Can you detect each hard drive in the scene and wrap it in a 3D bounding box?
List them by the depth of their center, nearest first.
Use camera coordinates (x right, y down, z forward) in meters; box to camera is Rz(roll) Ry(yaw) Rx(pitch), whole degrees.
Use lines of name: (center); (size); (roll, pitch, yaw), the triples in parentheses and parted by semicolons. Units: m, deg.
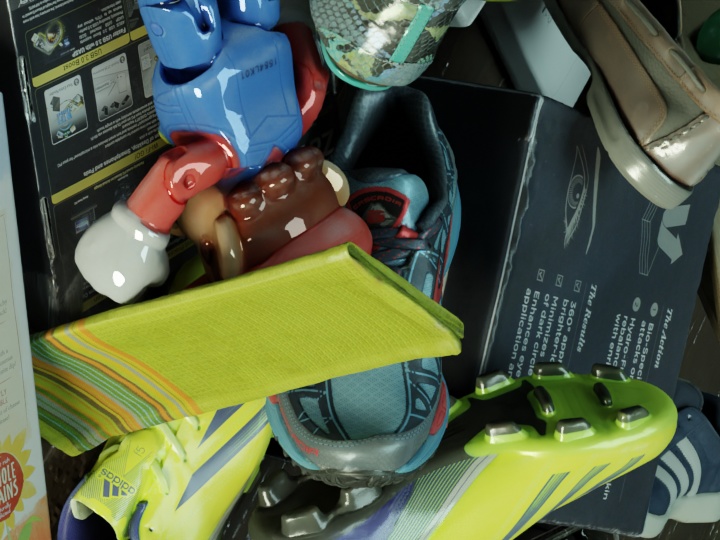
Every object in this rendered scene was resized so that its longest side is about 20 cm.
hard drive: (0.091, -0.191, 1.351); (0.132, 0.027, 0.200); (-59, 142, -26)

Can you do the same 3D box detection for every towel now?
towel: (-0.064, 0.034, 1.044); (0.086, 0.200, 0.018); (33, 49, -47)

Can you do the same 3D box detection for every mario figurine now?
mario figurine: (-0.067, -0.060, 1.056); (0.123, 0.106, 0.200); (-16, 110, -8)

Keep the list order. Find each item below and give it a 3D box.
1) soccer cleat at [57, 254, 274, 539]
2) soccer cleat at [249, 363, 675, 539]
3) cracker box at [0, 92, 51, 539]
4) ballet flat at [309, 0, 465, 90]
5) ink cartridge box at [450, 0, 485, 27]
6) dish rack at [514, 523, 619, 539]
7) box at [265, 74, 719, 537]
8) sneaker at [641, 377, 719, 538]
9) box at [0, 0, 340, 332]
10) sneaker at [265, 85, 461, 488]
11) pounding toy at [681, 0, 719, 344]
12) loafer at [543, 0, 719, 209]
soccer cleat: (-0.087, 0.084, 1.141); (0.084, 0.065, 0.200); (21, 82, -53)
soccer cleat: (0.047, 0.102, 1.159); (0.200, 0.065, 0.084); (-20, 120, -13)
cracker box: (-0.187, 0.041, 0.987); (0.134, 0.058, 0.200); (-30, 124, -49)
ballet flat: (0.008, -0.167, 1.082); (0.074, 0.074, 0.200); (41, 30, -52)
ink cartridge box: (0.041, -0.243, 1.217); (0.176, 0.045, 0.200); (54, 56, -35)
dish rack: (0.069, 0.231, 1.395); (0.153, 0.055, 0.200); (-22, 119, -35)
box: (0.070, 0.019, 1.301); (0.200, 0.117, 0.197); (15, 88, -55)
sneaker: (0.156, 0.102, 1.498); (0.200, 0.075, 0.085); (-1, 100, -64)
box: (-0.087, -0.085, 1.105); (0.200, 0.049, 0.161); (-35, 125, -46)
sneaker: (0.000, 0.000, 1.122); (0.096, 0.079, 0.200); (87, 6, -48)
pounding toy: (0.244, -0.077, 1.429); (0.184, 0.142, 0.200); (-103, -179, -59)
loafer: (0.137, -0.112, 1.263); (0.072, 0.063, 0.200); (33, 28, -35)
